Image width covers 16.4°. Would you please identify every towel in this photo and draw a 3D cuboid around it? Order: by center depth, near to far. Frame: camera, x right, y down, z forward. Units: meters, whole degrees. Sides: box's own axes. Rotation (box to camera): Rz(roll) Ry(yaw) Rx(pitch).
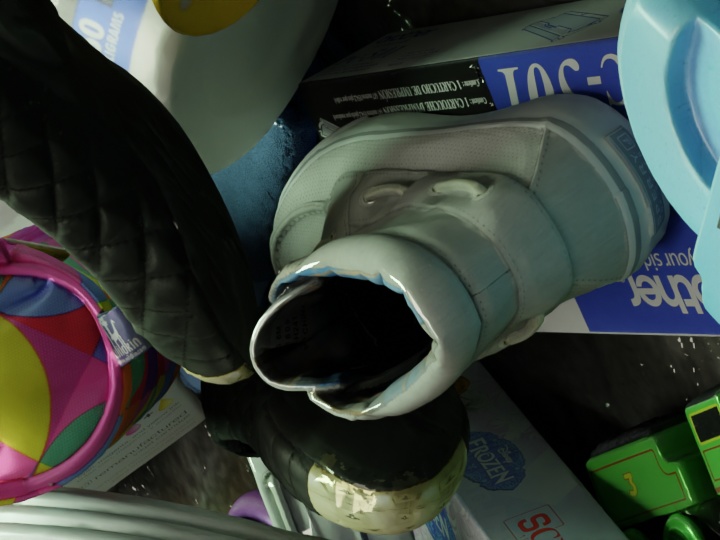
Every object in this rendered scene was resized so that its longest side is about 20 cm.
[{"bbox_3d":[-0.054,-0.040,0.947,0.112,0.048,0.200,53,152,17],"label":"towel"}]

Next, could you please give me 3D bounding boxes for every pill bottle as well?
[{"bbox_3d":[-0.114,-0.120,0.821,0.200,0.114,0.114,26,140,19],"label":"pill bottle"}]

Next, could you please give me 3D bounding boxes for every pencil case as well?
[{"bbox_3d":[-0.105,0.023,0.844,0.089,0.088,0.200,63,-178,-2],"label":"pencil case"}]

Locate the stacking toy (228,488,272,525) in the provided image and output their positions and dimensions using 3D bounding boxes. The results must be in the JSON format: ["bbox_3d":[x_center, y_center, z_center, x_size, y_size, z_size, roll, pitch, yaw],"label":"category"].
[{"bbox_3d":[-0.080,0.157,1.007,0.085,0.200,0.086,40,146,35],"label":"stacking toy"}]

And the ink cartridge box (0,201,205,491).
[{"bbox_3d":[-0.164,0.027,1.030,0.125,0.128,0.200,53,177,17],"label":"ink cartridge box"}]

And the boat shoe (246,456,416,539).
[{"bbox_3d":[0.000,0.143,0.977,0.074,0.065,0.201,-77,-26,-79],"label":"boat shoe"}]

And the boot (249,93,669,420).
[{"bbox_3d":[0.000,0.000,0.744,0.074,0.095,0.200,61,153,-6],"label":"boot"}]

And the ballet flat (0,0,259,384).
[{"bbox_3d":[-0.084,-0.027,0.708,0.200,0.057,0.067,50,-159,-47],"label":"ballet flat"}]

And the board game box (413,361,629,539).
[{"bbox_3d":[0.073,0.157,0.854,0.200,0.041,0.200,-130,23,-63],"label":"board game box"}]

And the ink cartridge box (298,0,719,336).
[{"bbox_3d":[0.062,-0.031,0.764,0.200,0.044,0.094,0,116,59],"label":"ink cartridge box"}]

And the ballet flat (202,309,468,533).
[{"bbox_3d":[-0.008,0.055,0.837,0.200,0.066,0.057,-144,52,-72],"label":"ballet flat"}]

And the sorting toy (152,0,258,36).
[{"bbox_3d":[-0.065,-0.175,0.736,0.180,0.200,0.107,39,167,43],"label":"sorting toy"}]

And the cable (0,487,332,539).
[{"bbox_3d":[-0.063,0.128,0.857,0.200,0.069,0.200,26,157,-29],"label":"cable"}]

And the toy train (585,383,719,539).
[{"bbox_3d":[0.127,0.054,0.740,0.200,0.042,0.057,-34,76,63],"label":"toy train"}]

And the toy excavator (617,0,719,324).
[{"bbox_3d":[0.100,-0.079,0.597,0.200,0.100,0.195,45,148,30],"label":"toy excavator"}]
